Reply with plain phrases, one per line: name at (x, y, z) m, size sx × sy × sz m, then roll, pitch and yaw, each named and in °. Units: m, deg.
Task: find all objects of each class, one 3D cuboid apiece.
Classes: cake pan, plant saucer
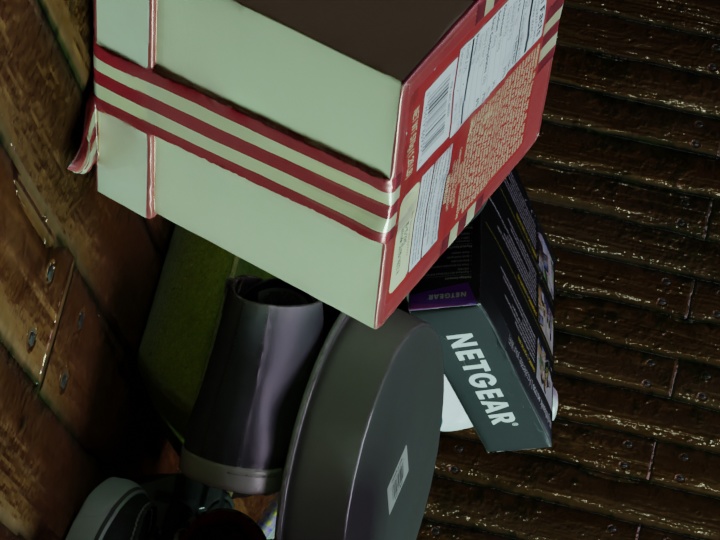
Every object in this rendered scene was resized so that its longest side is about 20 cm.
cake pan at (0.003, 0.111, 1.315) m, size 0.200 × 0.036 × 0.202 m, roll 12°, pitch 90°, yaw -74°
plant saucer at (-0.083, 0.016, 1.395) m, size 0.200 × 0.047 × 0.201 m, roll 83°, pitch 21°, yaw -69°

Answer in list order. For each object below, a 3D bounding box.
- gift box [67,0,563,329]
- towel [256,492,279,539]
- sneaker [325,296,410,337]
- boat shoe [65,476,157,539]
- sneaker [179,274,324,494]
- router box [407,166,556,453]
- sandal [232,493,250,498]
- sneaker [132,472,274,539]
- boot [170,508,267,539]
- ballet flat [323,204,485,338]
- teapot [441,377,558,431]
gift box at (-0.030, -0.107, 1.082) m, size 0.200 × 0.186 × 0.186 m, roll -45°, pitch 154°, yaw -41°
towel at (-0.063, 0.182, 1.658) m, size 0.201 × 0.023 × 0.144 m, roll -53°, pitch 169°, yaw -4°
sneaker at (0.018, 0.049, 1.556) m, size 0.201 × 0.083 × 0.122 m, roll -71°, pitch 164°, yaw -54°
boat shoe at (-0.134, 0.181, 1.226) m, size 0.200 × 0.056 × 0.069 m, roll -67°, pitch 167°, yaw -57°
sneaker at (-0.038, 0.054, 1.307) m, size 0.200 × 0.074 × 0.107 m, roll -33°, pitch 137°, yaw -79°
router box at (0.082, 0.007, 1.541) m, size 0.200 × 0.051 × 0.150 m, roll 60°, pitch 28°, yaw -54°
sandal at (-0.068, 0.121, 1.655) m, size 0.207 × 0.059 × 0.080 m, roll 67°, pitch 37°, yaw -79°
sneaker at (-0.105, 0.172, 1.427) m, size 0.200 × 0.079 × 0.076 m, roll 50°, pitch 56°, yaw -56°
boot at (-0.115, 0.233, 1.282) m, size 0.204 × 0.073 × 0.155 m, roll -55°, pitch 167°, yaw -59°
ballet flat at (0.000, 0.000, 1.426) m, size 0.200 × 0.066 × 0.057 m, roll -51°, pitch 139°, yaw 9°
teapot at (0.035, 0.015, 1.692) m, size 0.198 × 0.145 × 0.200 m, roll 61°, pitch 3°, yaw 34°
